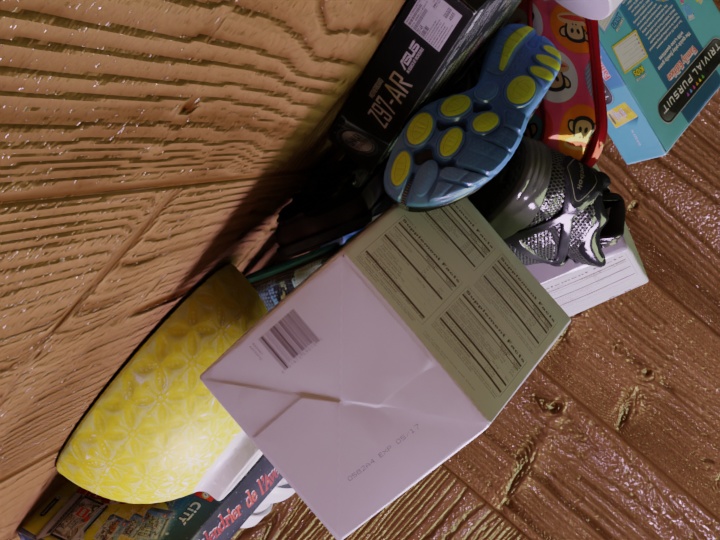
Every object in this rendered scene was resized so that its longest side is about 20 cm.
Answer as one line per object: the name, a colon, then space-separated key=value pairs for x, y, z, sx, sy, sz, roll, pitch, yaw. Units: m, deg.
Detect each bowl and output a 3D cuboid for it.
bowl: x=-0.119 y=0.105 z=1.460 sx=0.200 sy=0.108 sz=0.200 roll=-49 pitch=176 yaw=-5

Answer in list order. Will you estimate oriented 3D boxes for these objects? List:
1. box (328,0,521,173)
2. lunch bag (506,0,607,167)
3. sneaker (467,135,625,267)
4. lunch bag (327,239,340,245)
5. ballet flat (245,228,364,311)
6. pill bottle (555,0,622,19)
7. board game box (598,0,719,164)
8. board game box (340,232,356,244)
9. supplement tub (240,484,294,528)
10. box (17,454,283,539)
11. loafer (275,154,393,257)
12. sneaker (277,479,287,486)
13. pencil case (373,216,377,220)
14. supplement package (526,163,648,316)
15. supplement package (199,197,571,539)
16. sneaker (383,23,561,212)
box: x=0.068 y=-0.175 z=1.380 sx=0.160 sy=0.044 sz=0.200 roll=-48 pitch=176 yaw=-35
lunch bag: x=0.113 y=-0.137 z=1.572 sx=0.200 sy=0.082 sz=0.177 roll=-37 pitch=-128 yaw=57
sneaker: x=0.127 y=-0.023 z=1.507 sx=0.199 sy=0.114 sz=0.076 roll=131 pitch=-28 yaw=-51
lunch bag: x=0.075 y=0.001 z=1.958 sx=0.151 sy=0.199 sz=0.094 roll=-47 pitch=140 yaw=-43
ballet flat: x=0.000 y=0.000 z=1.565 sx=0.200 sy=0.074 sz=0.074 roll=-23 pitch=-170 yaw=29
pill bottle: x=0.210 y=-0.284 z=1.464 sx=0.200 sy=0.112 sz=0.112 roll=-49 pitch=176 yaw=-14
board game box: x=0.220 y=-0.213 z=1.635 sx=0.047 sy=0.200 sz=0.151 roll=-13 pitch=-153 yaw=49
board game box: x=0.018 y=0.045 z=1.810 sx=0.200 sy=0.026 sz=0.201 roll=-166 pitch=-102 yaw=-70
supplement tub: x=-0.079 y=0.112 z=1.741 sx=0.200 sy=0.140 sz=0.140 roll=-51 pitch=176 yaw=18
box: x=-0.148 y=0.166 z=1.539 sx=0.200 sy=0.136 sz=0.038 roll=-48 pitch=139 yaw=-31
loafer: x=-0.020 y=-0.060 z=1.501 sx=0.072 sy=0.063 sz=0.200 roll=-18 pitch=-174 yaw=25
sneaker: x=-0.105 y=0.173 z=1.629 sx=0.199 sy=0.087 sz=0.075 roll=-10 pitch=133 yaw=-13
pencil case: x=0.046 y=-0.091 z=1.735 sx=0.085 sy=0.084 sz=0.200 roll=-28 pitch=-176 yaw=23
supplement package: x=0.179 y=-0.032 z=1.807 sx=0.117 sy=0.117 sz=0.200 roll=-23 pitch=166 yaw=9
supplement package: x=0.022 y=0.053 z=1.387 sx=0.152 sy=0.151 sz=0.200 roll=-40 pitch=-179 yaw=28
sneaker: x=0.079 y=-0.096 z=1.404 sx=0.200 sy=0.071 sz=0.083 roll=-50 pitch=172 yaw=-43
